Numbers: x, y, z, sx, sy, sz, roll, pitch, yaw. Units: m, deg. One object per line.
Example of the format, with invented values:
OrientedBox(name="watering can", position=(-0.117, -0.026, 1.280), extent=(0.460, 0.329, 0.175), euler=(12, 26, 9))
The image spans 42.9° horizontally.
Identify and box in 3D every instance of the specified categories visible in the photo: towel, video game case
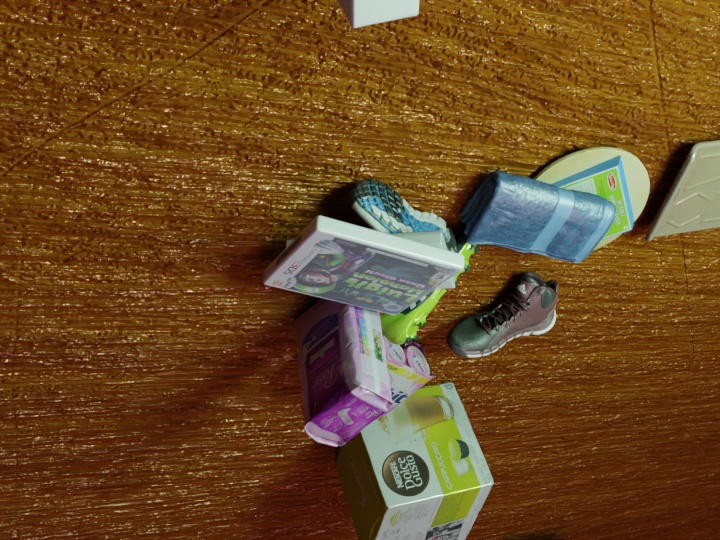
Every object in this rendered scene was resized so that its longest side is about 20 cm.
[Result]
OrientedBox(name="towel", position=(0.242, -0.069, 1.240), extent=(0.196, 0.049, 0.112), euler=(12, 135, -20))
OrientedBox(name="video game case", position=(0.000, 0.000, 1.134), extent=(0.196, 0.024, 0.182), euler=(14, 154, -22))

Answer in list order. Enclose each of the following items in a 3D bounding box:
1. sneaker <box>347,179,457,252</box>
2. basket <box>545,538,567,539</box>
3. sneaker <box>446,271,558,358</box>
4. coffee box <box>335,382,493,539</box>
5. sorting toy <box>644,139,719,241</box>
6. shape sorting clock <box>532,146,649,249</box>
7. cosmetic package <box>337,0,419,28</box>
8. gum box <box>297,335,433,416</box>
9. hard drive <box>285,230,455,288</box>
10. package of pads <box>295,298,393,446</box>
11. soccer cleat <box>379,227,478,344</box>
OrientedBox(name="sneaker", position=(0.041, -0.045, 1.188), extent=(0.086, 0.076, 0.199), euler=(-33, 141, 26))
OrientedBox(name="basket", position=(0.418, 0.746, 2.289), extent=(0.197, 0.137, 0.181), euler=(13, 127, -33))
OrientedBox(name="sneaker", position=(0.223, 0.055, 1.410), extent=(0.197, 0.076, 0.117), euler=(-18, 139, -24))
OrientedBox(name="coffee box", position=(0.083, 0.346, 1.571), extent=(0.194, 0.202, 0.202), euler=(-7, 141, -19))
OrientedBox(name="sorting toy", position=(0.529, -0.130, 1.370), extent=(0.196, 0.037, 0.187), euler=(-13, 142, -21))
OrientedBox(name="shape sorting clock", position=(0.310, -0.094, 1.290), extent=(0.195, 0.040, 0.202), euler=(-5, 138, -4))
OrientedBox(name="cosmetic package", position=(0.010, -0.330, 0.800), extent=(0.070, 0.103, 0.202), euler=(-13, 143, -12))
OrientedBox(name="gum box", position=(0.014, 0.150, 1.408), extent=(0.113, 0.067, 0.199), euler=(-39, 141, 22))
OrientedBox(name="hard drive", position=(0.016, -0.008, 1.176), extent=(0.196, 0.027, 0.132), euler=(-2, 155, 13))
OrientedBox(name="package of pads", position=(-0.027, 0.121, 1.238), extent=(0.075, 0.202, 0.120), euler=(29, 124, -32))
OrientedBox(name="soccer cleat", position=(0.090, 0.011, 1.283), extent=(0.201, 0.081, 0.067), euler=(-53, 161, 6))
